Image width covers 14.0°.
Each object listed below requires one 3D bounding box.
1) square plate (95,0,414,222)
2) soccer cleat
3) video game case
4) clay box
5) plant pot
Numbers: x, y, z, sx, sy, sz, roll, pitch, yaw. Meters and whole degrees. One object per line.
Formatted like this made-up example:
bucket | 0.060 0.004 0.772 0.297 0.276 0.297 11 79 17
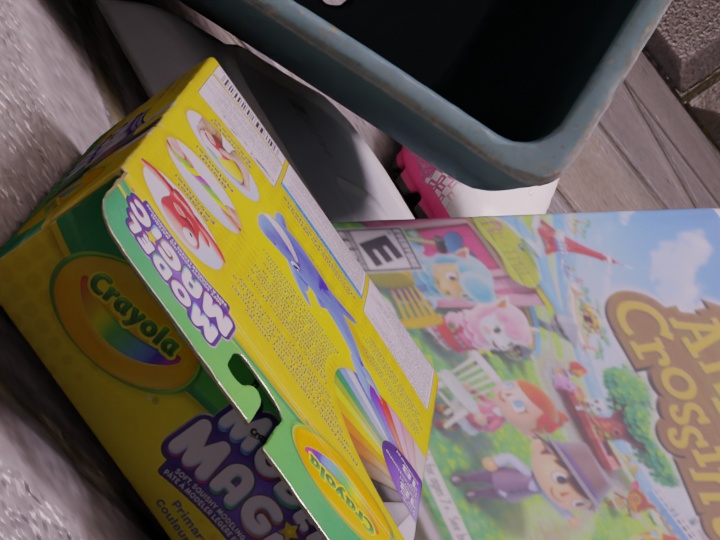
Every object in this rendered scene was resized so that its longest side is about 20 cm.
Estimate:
square plate | 0.000 0.000 0.998 0.199 0.028 0.200 59 11 15
soccer cleat | 0.063 -0.059 1.310 0.070 0.086 0.200 52 11 -17
video game case | 0.083 0.064 0.893 0.181 0.022 0.201 -3 52 -34
clay box | -0.033 0.019 0.730 0.115 0.047 0.200 55 11 -8
plant pot | 0.018 -0.143 0.993 0.196 0.196 0.200 32 -9 0
